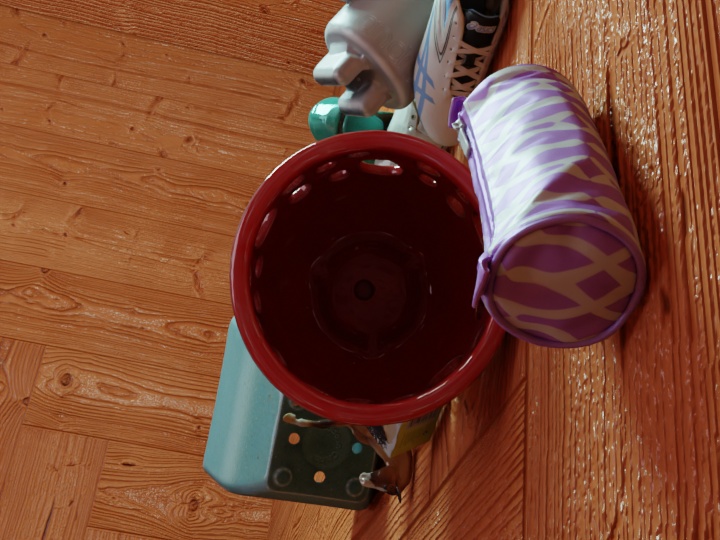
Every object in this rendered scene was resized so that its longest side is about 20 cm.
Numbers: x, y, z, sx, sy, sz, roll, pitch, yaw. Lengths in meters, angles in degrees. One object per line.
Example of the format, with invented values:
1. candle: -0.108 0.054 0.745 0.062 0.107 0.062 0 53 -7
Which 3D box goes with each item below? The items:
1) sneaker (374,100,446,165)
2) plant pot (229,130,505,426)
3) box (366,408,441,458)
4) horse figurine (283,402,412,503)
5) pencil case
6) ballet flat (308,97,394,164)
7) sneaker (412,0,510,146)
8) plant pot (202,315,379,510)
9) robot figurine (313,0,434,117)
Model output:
1. sneaker: 0.060 -0.140 1.075 0.085 0.072 0.204 180 98 -79
2. plant pot: 0.008 0.013 0.761 0.183 0.197 0.204 90 -170 -83
3. box: -0.003 0.069 0.913 0.200 0.050 0.076 49 139 35
4. horse figurine: 0.007 0.119 0.992 0.201 0.131 0.050 -67 -8 -47
5. pencil case: 0.095 -0.044 0.545 0.201 0.084 0.085 -91 15 -58
6. ballet flat: 0.006 -0.155 1.144 0.199 0.070 0.068 15 -87 -58
7. sneaker: 0.094 -0.206 0.913 0.073 0.071 0.203 -109 26 -61
8. plant pot: -0.059 0.174 1.150 0.200 0.193 0.199 -165 86 -74
9. robot figurine: 0.043 -0.242 0.997 0.200 0.170 0.113 -49 30 -11
